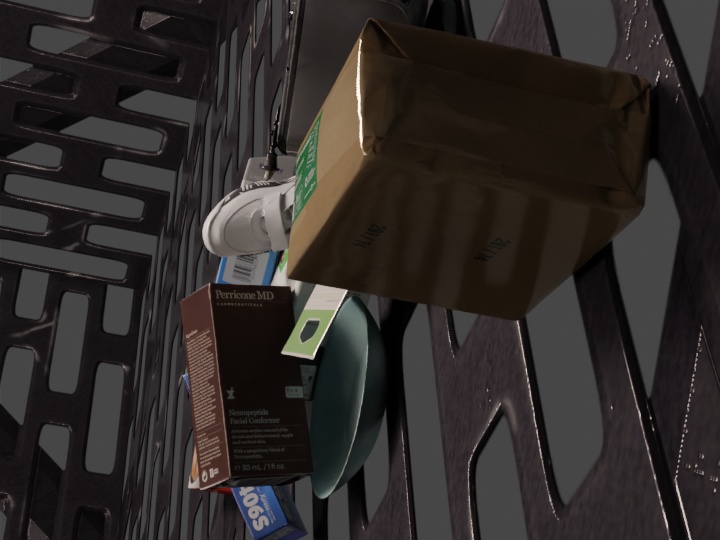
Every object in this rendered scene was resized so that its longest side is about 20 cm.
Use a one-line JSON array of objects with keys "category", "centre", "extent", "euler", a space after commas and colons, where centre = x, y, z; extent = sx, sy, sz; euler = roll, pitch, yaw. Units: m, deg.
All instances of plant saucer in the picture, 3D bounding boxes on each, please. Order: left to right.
[{"category": "plant saucer", "centre": [-0.007, 0.127, 1.364], "extent": [0.201, 0.039, 0.201], "euler": [-169, 90, -77]}]

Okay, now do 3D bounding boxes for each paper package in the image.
[{"category": "paper package", "centre": [0.062, -0.060, 0.912], "extent": [0.200, 0.190, 0.104], "euler": [127, 152, -63]}]

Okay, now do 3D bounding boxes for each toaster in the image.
[{"category": "toaster", "centre": [-0.010, -0.195, 1.342], "extent": [0.181, 0.118, 0.200], "euler": [-63, -17, -70]}]

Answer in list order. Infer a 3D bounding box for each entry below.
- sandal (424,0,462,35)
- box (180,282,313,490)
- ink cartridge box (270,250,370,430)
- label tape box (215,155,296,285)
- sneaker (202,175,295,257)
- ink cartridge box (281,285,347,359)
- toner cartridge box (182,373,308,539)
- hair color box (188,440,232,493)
[{"category": "sandal", "centre": [0.067, -0.193, 1.295], "extent": [0.201, 0.048, 0.075], "euler": [-95, 22, -52]}, {"category": "box", "centre": [-0.116, 0.118, 1.409], "extent": [0.075, 0.100, 0.200], "euler": [-31, 64, 51]}, {"category": "ink cartridge box", "centre": [-0.060, 0.071, 1.528], "extent": [0.147, 0.083, 0.200], "euler": [-111, 35, -64]}, {"category": "label tape box", "centre": [-0.121, -0.053, 1.642], "extent": [0.143, 0.066, 0.200], "euler": [107, 174, -46]}, {"category": "sneaker", "centre": [-0.062, -0.059, 1.444], "extent": [0.115, 0.200, 0.075], "euler": [-153, 47, -69]}, {"category": "ink cartridge box", "centre": [0.000, 0.000, 1.319], "extent": [0.200, 0.048, 0.146], "euler": [-66, 13, -7]}, {"category": "toner cartridge box", "centre": [-0.125, 0.202, 1.511], "extent": [0.200, 0.043, 0.095], "euler": [63, -179, 20]}, {"category": "hair color box", "centre": [-0.197, 0.267, 1.976], "extent": [0.200, 0.061, 0.102], "euler": [148, 131, -73]}]
